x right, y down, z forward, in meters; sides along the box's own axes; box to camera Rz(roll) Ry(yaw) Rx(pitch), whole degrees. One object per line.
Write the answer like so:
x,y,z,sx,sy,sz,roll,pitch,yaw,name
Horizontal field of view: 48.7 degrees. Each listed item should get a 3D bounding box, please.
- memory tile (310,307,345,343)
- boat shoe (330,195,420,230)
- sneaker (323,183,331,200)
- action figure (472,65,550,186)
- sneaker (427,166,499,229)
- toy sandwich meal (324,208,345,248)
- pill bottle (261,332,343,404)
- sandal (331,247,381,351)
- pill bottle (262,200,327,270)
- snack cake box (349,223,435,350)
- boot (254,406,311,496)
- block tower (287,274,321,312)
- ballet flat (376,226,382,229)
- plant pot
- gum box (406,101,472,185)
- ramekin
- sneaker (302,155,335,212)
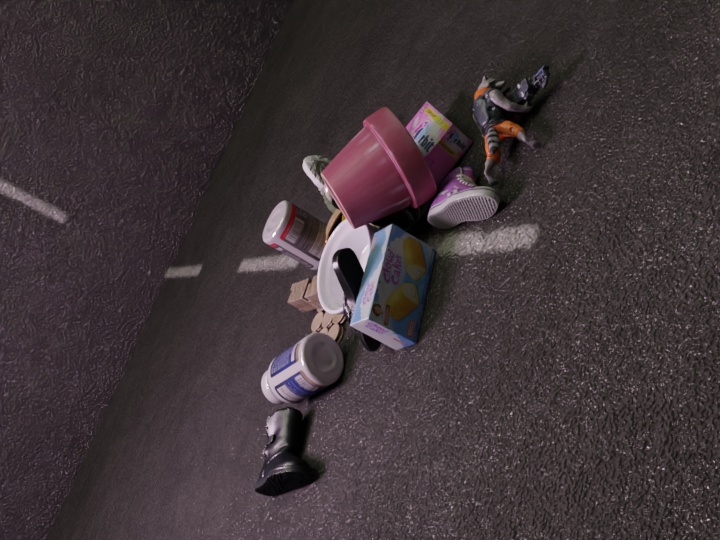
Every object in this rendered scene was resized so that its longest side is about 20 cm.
-0.063,0.088,1.822,0.152,0.017,0.204,-25,43,54,memory tile
0.025,-0.131,1.658,0.068,0.195,0.073,-54,-24,-53,boat shoe
0.010,-0.207,1.693,0.197,0.071,0.094,-34,38,1,sneaker
0.261,-0.285,1.442,0.201,0.102,0.197,-54,39,43,action figure
0.198,-0.153,1.480,0.199,0.072,0.116,-10,53,61,sneaker
-0.005,-0.107,1.799,0.205,0.070,0.206,-43,-17,-16,toy sandwich meal
-0.131,0.218,1.705,0.199,0.109,0.113,-35,35,45,pill bottle
-0.008,0.056,1.521,0.047,0.205,0.075,-14,9,44,sandal
-0.125,-0.071,1.887,0.111,0.197,0.112,-43,29,32,pill bottle
0.064,0.031,1.502,0.067,0.113,0.204,-25,44,52,snack cake box
-0.152,0.360,1.639,0.200,0.075,0.172,-40,35,52,boot
-0.103,0.051,1.855,0.199,0.053,0.059,-18,48,59,block tower
0.073,-0.117,1.720,0.201,0.075,0.064,-53,56,30,ballet flat
0.026,-0.185,1.555,0.177,0.202,0.200,-33,26,-1,plant pot
0.150,-0.275,1.695,0.114,0.066,0.201,-50,26,12,gum box
0.000,0.000,1.646,0.199,0.096,0.206,-32,50,47,ramekin
-0.071,-0.189,1.920,0.078,0.200,0.099,-50,5,-36,sneaker
